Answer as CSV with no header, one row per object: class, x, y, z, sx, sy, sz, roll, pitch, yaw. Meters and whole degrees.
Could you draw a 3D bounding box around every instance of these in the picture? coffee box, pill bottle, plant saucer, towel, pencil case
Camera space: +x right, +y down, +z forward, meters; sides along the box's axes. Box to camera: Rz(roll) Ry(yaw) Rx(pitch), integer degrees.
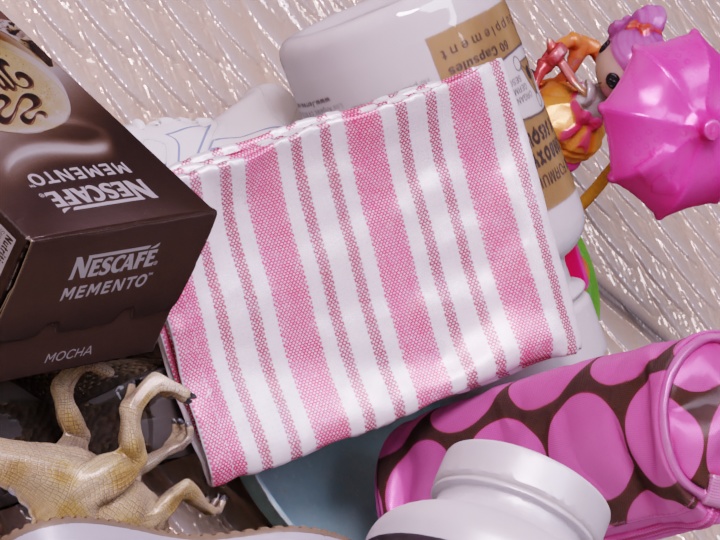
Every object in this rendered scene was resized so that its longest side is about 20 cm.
coffee box,-0.173,-0.047,1.227,0.200,0.080,0.113,42,31,27
pill bottle,0.035,0.176,1.181,0.112,0.112,0.201,35,63,-22
plant saucer,-0.007,0.073,1.396,0.199,0.036,0.201,28,46,-34
towel,0.000,0.000,1.304,0.199,0.030,0.147,-19,99,-18
pill bottle,0.046,-0.038,1.394,0.114,0.114,0.201,-33,104,-52
pencil case,0.099,0.094,1.308,0.091,0.199,0.094,31,54,-31

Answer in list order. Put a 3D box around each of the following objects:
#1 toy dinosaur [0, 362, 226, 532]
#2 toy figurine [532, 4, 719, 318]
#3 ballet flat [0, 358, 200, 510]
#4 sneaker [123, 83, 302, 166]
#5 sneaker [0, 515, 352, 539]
toy dinosaur,-0.117,0.089,1.218,0.200,0.058,0.102,39,67,-36
toy figurine,0.130,-0.073,1.539,0.150,0.184,0.201,21,48,-35
ballet flat,-0.148,0.068,1.260,0.199,0.046,0.068,-7,95,-43
sneaker,-0.087,-0.045,1.385,0.087,0.075,0.200,42,38,-4
sneaker,-0.059,0.166,1.191,0.199,0.070,0.109,9,46,-39
